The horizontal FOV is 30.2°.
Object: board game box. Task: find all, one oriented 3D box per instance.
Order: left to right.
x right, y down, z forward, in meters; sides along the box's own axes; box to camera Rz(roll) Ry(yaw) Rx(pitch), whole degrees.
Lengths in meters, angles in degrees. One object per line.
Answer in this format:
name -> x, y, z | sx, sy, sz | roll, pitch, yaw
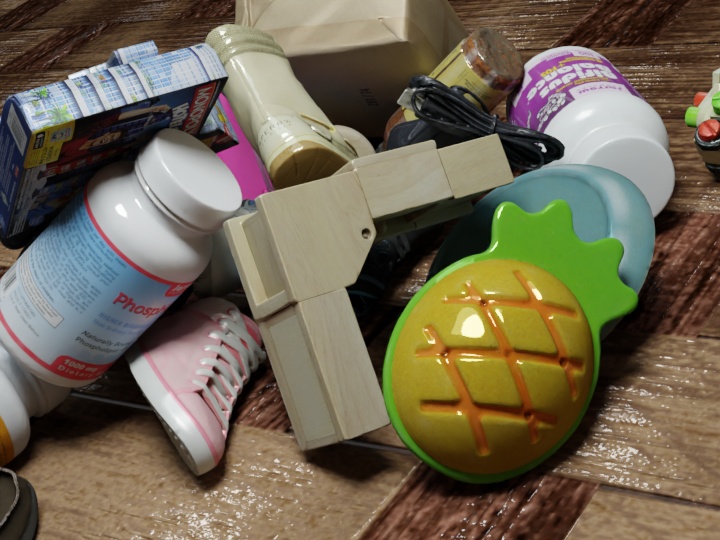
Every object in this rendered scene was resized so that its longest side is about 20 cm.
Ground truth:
board game box -> -0.179, -0.115, 1.019 | 0.200, 0.062, 0.200 | -21, -11, -26

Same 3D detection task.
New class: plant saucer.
plant saucer -> 0.122, -0.004, 0.991 | 0.200, 0.027, 0.200 | -26, 41, 25

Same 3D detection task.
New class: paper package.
paper package -> -0.005, -0.211, 1.288 | 0.190, 0.200, 0.104 | -4, 71, 21

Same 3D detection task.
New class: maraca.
maraca -> 0.099, 0.045, 0.881 | 0.200, 0.137, 0.107 | -54, 2, -13

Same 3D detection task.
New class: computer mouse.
computer mouse -> 0.072, -0.095, 1.117 | 0.053, 0.138, 0.200 | -69, 12, -11

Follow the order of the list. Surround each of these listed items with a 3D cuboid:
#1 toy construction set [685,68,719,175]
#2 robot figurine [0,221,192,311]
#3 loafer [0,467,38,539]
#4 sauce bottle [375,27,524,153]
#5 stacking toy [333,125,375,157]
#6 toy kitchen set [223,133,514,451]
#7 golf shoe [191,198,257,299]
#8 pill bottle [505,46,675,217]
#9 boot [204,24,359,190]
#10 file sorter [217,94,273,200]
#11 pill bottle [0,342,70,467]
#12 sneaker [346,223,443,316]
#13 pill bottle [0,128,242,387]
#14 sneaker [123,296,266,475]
toy construction set -> 0.350, -0.134, 1.103 | 0.200, 0.092, 0.131 | 4, 59, 50
robot figurine -> -0.219, -0.019, 1.156 | 0.200, 0.125, 0.150 | -53, -16, 19
loafer -> -0.291, 0.198, 0.917 | 0.073, 0.071, 0.200 | -6, 30, 23
sauce bottle -> 0.066, -0.139, 1.228 | 0.200, 0.066, 0.066 | -41, 9, 40
stacking toy -> -0.049, -0.101, 1.289 | 0.085, 0.086, 0.200 | -25, 14, -12
toy kitchen set -> 0.011, 0.020, 1.000 | 0.200, 0.181, 0.163 | -17, -5, -27
golf shoe -> -0.081, -0.024, 1.152 | 0.097, 0.078, 0.200 | 4, 16, 15
pill bottle -> 0.196, -0.112, 1.135 | 0.112, 0.112, 0.200 | -18, 27, 1
boot -> -0.054, -0.115, 1.132 | 0.073, 0.200, 0.156 | -37, 65, 10
file sorter -> -0.190, -0.084, 1.283 | 0.200, 0.139, 0.125 | -21, 23, -5
pill bottle -> -0.330, 0.122, 1.038 | 0.200, 0.111, 0.111 | -37, 33, -31
sneaker -> 0.000, 0.000, 1.120 | 0.200, 0.073, 0.082 | -24, 64, -32
pill bottle -> -0.183, -0.011, 1.010 | 0.200, 0.109, 0.109 | -43, 19, 23
sneaker -> -0.117, 0.077, 1.025 | 0.105, 0.075, 0.200 | -29, 25, -8
